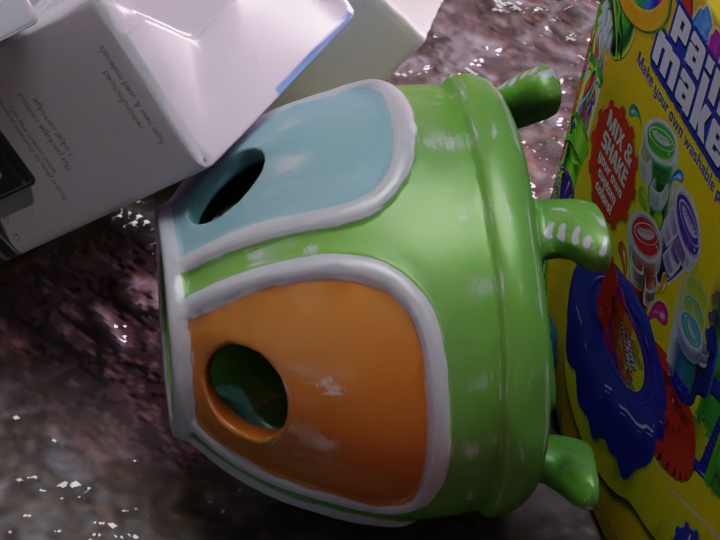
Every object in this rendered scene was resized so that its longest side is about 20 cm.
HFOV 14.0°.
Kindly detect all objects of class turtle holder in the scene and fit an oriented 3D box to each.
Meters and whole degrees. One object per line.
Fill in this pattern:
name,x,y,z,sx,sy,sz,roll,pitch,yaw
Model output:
turtle holder,0.001,-0.004,0.930,0.132,0.141,0.186,-5,53,-5

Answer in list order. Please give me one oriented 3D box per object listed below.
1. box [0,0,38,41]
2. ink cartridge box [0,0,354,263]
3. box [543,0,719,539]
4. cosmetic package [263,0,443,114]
box,-0.200,-0.094,0.927,0.124,0.097,0.200,-28,13,-18
ink cartridge box,-0.114,-0.053,0.975,0.068,0.200,0.116,58,38,-14
box,0.150,0.010,0.912,0.122,0.193,0.200,-1,38,-17
cosmetic package,-0.070,-0.136,1.049,0.200,0.087,0.103,42,23,-8
